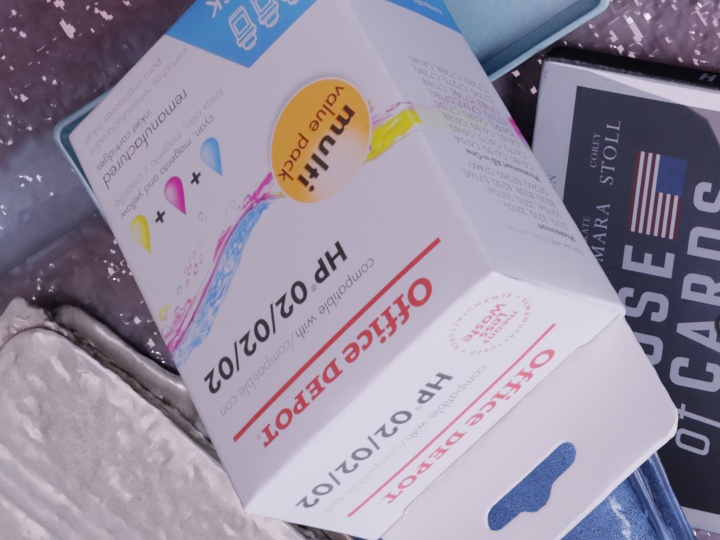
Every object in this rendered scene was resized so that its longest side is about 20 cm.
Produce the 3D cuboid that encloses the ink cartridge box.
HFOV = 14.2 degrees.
[{"bbox_3d":[0.000,0.000,0.892,0.115,0.068,0.200,-45,53,23],"label":"ink cartridge box"}]

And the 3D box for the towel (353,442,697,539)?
[{"bbox_3d":[0.066,0.113,0.961,0.111,0.049,0.200,-15,111,31],"label":"towel"}]

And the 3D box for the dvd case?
[{"bbox_3d":[0.146,0.018,0.936,0.199,0.025,0.151,11,108,17],"label":"dvd case"}]

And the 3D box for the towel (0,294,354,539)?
[{"bbox_3d":[-0.078,0.111,1.041,0.200,0.034,0.133,41,115,5],"label":"towel"}]

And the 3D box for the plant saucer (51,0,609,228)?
[{"bbox_3d":[-0.011,-0.069,0.977,0.200,0.019,0.070,-32,91,26],"label":"plant saucer"}]
